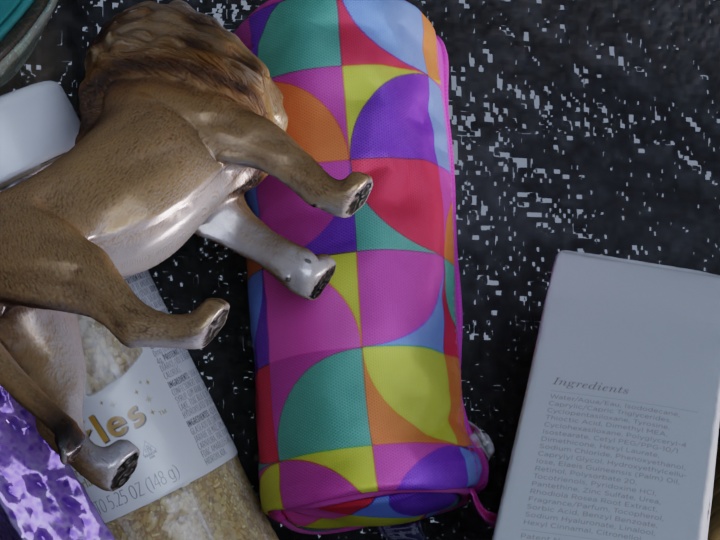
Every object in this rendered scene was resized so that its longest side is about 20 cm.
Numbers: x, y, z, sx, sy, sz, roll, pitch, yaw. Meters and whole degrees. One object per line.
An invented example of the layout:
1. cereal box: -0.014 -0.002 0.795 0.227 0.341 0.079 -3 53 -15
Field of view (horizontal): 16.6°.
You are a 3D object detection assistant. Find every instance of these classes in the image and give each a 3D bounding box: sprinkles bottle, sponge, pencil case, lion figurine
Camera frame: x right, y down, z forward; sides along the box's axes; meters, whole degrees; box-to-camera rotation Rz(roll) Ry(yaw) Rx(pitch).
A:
1. sprinkles bottle: -0.094 0.035 0.882 0.068 0.068 0.201 -27 92 -19
2. sponge: -0.118 0.083 0.845 0.030 0.111 0.201 -32 93 -20
3. pencil case: 0.000 0.000 0.893 0.088 0.088 0.201 -2 74 -17
4. lion figurine: -0.079 -0.019 0.809 0.122 0.073 0.200 34 40 13

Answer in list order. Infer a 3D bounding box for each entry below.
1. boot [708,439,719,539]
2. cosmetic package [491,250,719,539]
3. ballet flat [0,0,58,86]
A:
1. boot: 0.231 0.077 0.977 0.155 0.073 0.201 39 70 -12
2. cosmetic package: 0.085 0.096 0.858 0.073 0.102 0.201 9 43 9
3. ballet flat: -0.122 -0.115 0.885 0.067 0.062 0.201 20 65 18
